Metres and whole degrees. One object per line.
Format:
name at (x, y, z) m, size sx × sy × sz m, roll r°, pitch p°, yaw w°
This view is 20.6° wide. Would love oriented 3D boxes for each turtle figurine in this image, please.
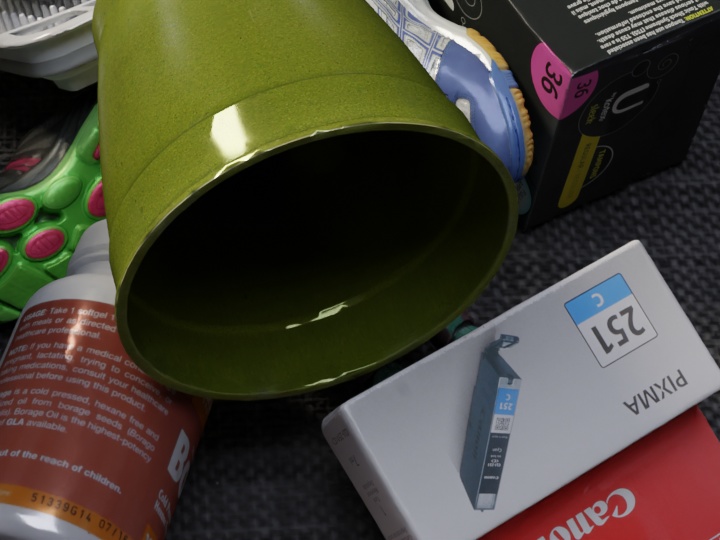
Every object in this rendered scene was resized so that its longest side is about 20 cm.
turtle figurine at (0.000, 0.000, 1.102) m, size 0.150 × 0.101 × 0.200 m, roll -28°, pitch 72°, yaw -10°

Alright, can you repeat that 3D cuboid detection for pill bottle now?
pill bottle at (-0.137, 0.075, 1.024) m, size 0.112 × 0.112 × 0.200 m, roll 15°, pitch 56°, yaw 4°

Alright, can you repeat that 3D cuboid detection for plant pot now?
plant pot at (-0.049, -0.071, 0.995) m, size 0.200 × 0.200 × 0.193 m, roll -13°, pitch 54°, yaw -14°

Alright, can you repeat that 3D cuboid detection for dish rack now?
dish rack at (-0.152, -0.155, 1.168) m, size 0.172 × 0.044 × 0.200 m, roll -29°, pitch 24°, yaw -22°

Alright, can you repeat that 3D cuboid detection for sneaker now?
sneaker at (0.017, -0.116, 1.134) m, size 0.088 × 0.075 × 0.200 m, roll -21°, pitch 59°, yaw -29°
sneaker at (-0.176, -0.039, 1.131) m, size 0.200 × 0.084 × 0.077 m, roll -40°, pitch 107°, yaw -14°

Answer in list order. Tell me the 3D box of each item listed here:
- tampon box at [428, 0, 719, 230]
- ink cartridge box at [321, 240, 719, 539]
tampon box at (0.105, -0.157, 1.183) m, size 0.126 × 0.150 × 0.200 m, roll -24°, pitch 61°, yaw -21°
ink cartridge box at (0.108, 0.105, 1.034) m, size 0.200 × 0.045 × 0.176 m, roll -28°, pitch 84°, yaw -23°
